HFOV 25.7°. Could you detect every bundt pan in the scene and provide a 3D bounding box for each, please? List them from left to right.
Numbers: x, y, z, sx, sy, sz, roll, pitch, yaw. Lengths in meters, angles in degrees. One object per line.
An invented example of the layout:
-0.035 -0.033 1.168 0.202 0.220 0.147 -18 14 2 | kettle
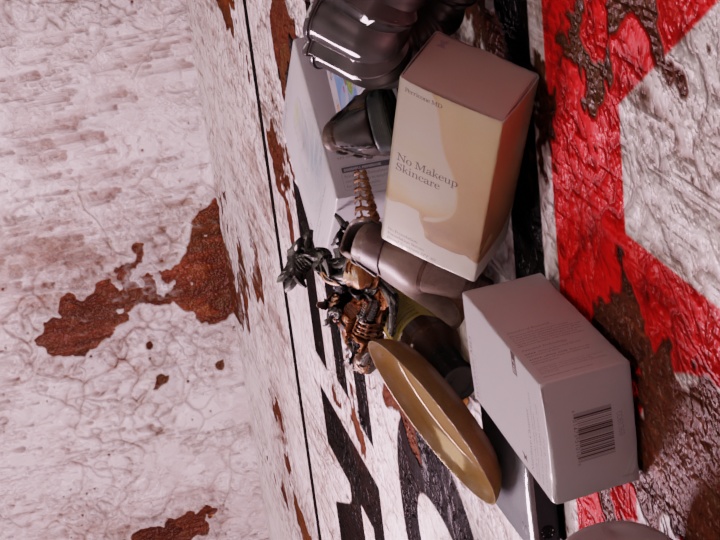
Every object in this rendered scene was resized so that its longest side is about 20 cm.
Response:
0.041 -0.237 1.334 0.076 0.202 0.203 37 154 16 | bundt pan

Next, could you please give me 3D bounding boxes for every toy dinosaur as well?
0.000 0.000 1.631 0.135 0.102 0.202 23 96 47 | toy dinosaur

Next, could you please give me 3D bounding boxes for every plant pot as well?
0.078 0.143 1.554 0.201 0.027 0.200 52 170 13 | plant pot

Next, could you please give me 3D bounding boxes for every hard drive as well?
0.150 0.151 1.525 0.140 0.032 0.202 -129 30 -68 | hard drive

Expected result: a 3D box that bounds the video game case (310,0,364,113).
-0.015 -0.255 1.580 0.200 0.022 0.184 140 118 -75 | video game case

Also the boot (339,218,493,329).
0.050 -0.004 1.537 0.200 0.145 0.071 136 158 -81 | boot

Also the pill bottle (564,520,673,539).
0.198 0.301 1.232 0.114 0.112 0.202 -115 17 -48 | pill bottle

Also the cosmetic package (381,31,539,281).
0.083 -0.096 1.370 0.104 0.071 0.201 25 142 17 | cosmetic package

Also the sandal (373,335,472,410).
0.070 0.104 1.783 0.206 0.078 0.060 -143 43 -61 | sandal

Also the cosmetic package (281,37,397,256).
-0.006 -0.138 1.783 0.200 0.121 0.202 106 151 -66 | cosmetic package

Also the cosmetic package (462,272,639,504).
0.155 0.093 1.315 0.200 0.080 0.114 -130 29 -66 | cosmetic package

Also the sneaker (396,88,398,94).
0.085 -0.118 1.526 0.088 0.074 0.202 65 -166 -73 | sneaker

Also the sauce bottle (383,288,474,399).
0.065 0.068 1.635 0.200 0.064 0.065 -126 26 -54 | sauce bottle

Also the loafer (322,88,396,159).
0.003 -0.135 1.448 0.200 0.062 0.073 -43 -61 -83 | loafer
